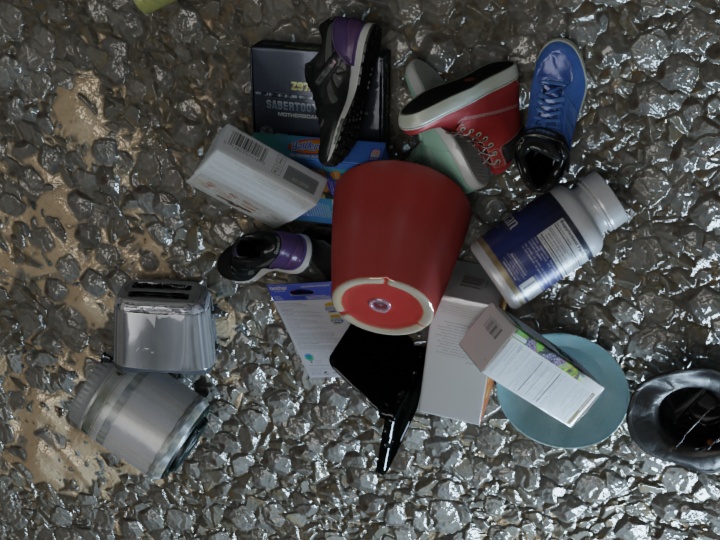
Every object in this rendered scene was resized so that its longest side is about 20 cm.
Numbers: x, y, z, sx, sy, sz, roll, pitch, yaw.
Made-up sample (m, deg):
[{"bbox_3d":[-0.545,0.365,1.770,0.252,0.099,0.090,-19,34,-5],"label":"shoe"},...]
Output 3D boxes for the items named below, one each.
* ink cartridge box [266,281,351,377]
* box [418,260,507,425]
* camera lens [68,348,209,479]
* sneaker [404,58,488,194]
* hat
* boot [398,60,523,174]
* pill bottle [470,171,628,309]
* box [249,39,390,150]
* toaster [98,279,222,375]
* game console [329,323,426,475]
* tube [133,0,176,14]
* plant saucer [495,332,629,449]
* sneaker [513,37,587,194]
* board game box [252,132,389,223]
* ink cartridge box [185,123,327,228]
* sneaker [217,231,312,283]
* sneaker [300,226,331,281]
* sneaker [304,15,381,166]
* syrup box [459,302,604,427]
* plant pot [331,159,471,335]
[{"bbox_3d":[-0.057,0.085,1.679,0.119,0.042,0.201,-2,131,27],"label":"ink cartridge box"},{"bbox_3d":[0.155,0.105,1.600,0.097,0.124,0.201,12,118,12],"label":"box"},{"bbox_3d":[-0.368,0.243,1.821,0.199,0.160,0.160,33,120,1],"label":"camera lens"},{"bbox_3d":[0.085,-0.188,1.515,0.118,0.074,0.201,-21,100,36],"label":"sneaker"},{"bbox_3d":[0.487,0.195,1.561,0.199,0.081,0.202,7,123,10],"label":"hat"},{"bbox_3d":[0.143,-0.181,1.438,0.072,0.199,0.145,20,129,51],"label":"boot"},{"bbox_3d":[0.260,-0.046,1.477,0.200,0.111,0.111,-35,101,5],"label":"pill bottle"},{"bbox_3d":[-0.057,-0.242,1.548,0.199,0.051,0.159,8,116,14],"label":"box"},{"bbox_3d":[-0.324,0.090,1.750,0.199,0.114,0.130,3,112,-1],"label":"toaster"},{"bbox_3d":[0.023,0.176,1.635,0.116,0.200,0.177,15,119,12],"label":"game console"},{"bbox_3d":[-0.234,-0.427,1.523,0.199,0.052,0.058,-20,147,21],"label":"tube"},{"bbox_3d":[0.307,0.175,1.633,0.200,0.039,0.202,8,117,15],"label":"plant saucer"},{"bbox_3d":[0.252,-0.199,1.429,0.076,0.111,0.201,12,118,12],"label":"sneaker"},{"bbox_3d":[-0.051,-0.128,1.566,0.199,0.045,0.152,6,147,15],"label":"board game box"},{"bbox_3d":[-0.153,-0.129,1.549,0.160,0.047,0.200,27,164,-16],"label":"ink cartridge box"},{"bbox_3d":[-0.168,-0.031,1.628,0.199,0.087,0.076,-11,71,46],"label":"sneaker"},{"bbox_3d":[-0.001,0.002,1.644,0.200,0.060,0.104,46,134,-16],"label":"sneaker"},{"bbox_3d":[-0.038,-0.243,1.466,0.087,0.076,0.201,17,94,17],"label":"sneaker"},{"bbox_3d":[0.241,0.134,1.510,0.200,0.079,0.082,32,102,-32],"label":"syrup box"},{"bbox_3d":[0.044,-0.022,1.482,0.199,0.178,0.201,9,148,6],"label":"plant pot"}]
